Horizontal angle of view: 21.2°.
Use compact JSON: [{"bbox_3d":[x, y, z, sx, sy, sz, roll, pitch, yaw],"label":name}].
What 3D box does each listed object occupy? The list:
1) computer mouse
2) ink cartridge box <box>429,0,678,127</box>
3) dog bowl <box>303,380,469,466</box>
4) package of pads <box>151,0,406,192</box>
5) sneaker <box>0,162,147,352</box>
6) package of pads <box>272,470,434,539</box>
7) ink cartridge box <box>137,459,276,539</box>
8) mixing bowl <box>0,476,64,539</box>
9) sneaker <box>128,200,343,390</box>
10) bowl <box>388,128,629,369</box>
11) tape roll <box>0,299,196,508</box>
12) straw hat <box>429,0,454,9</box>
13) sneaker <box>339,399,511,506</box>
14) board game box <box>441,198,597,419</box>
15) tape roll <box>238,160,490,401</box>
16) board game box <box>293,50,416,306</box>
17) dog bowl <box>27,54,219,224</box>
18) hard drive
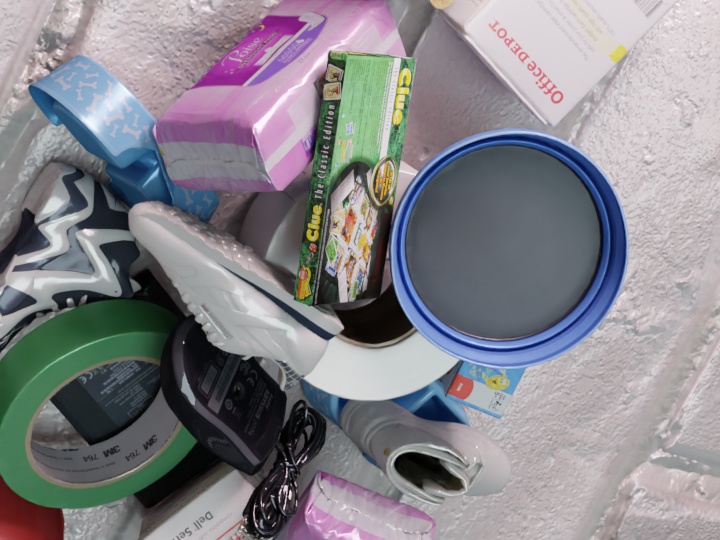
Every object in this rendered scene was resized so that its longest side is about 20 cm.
[{"bbox_3d":[-0.114,0.120,1.618,0.200,0.053,0.139,55,44,-31],"label":"computer mouse"},{"bbox_3d":[0.181,-0.250,1.685,0.200,0.083,0.145,-45,125,3],"label":"ink cartridge box"},{"bbox_3d":[0.031,0.130,1.833,0.111,0.050,0.200,-42,125,1],"label":"dog bowl"},{"bbox_3d":[-0.065,-0.143,1.554,0.200,0.120,0.076,-49,131,-35],"label":"package of pads"},{"bbox_3d":[-0.251,0.019,1.631,0.129,0.079,0.200,27,93,-25],"label":"sneaker"},{"bbox_3d":[-0.026,0.276,1.744,0.120,0.076,0.200,25,132,-6],"label":"package of pads"},{"bbox_3d":[-0.136,0.229,1.724,0.117,0.200,0.067,-38,94,-3],"label":"ink cartridge box"},{"bbox_3d":[-0.347,0.274,1.709,0.200,0.108,0.201,-12,121,-20],"label":"mixing bowl"},{"bbox_3d":[-0.111,0.019,1.545,0.200,0.076,0.081,36,103,-14],"label":"sneaker"},{"bbox_3d":[0.121,-0.019,1.589,0.200,0.039,0.201,-1,102,-5],"label":"bowl"},{"bbox_3d":[-0.225,0.117,1.651,0.200,0.048,0.201,-19,135,-20],"label":"tape roll"},{"bbox_3d":[0.036,-0.318,1.577,0.085,0.201,0.202,8,121,17],"label":"straw hat"},{"bbox_3d":[0.080,0.187,1.778,0.200,0.116,0.074,23,103,-34],"label":"sneaker"},{"bbox_3d":[0.135,0.005,1.729,0.056,0.200,0.196,22,107,-8],"label":"board game box"},{"bbox_3d":[0.000,0.000,1.669,0.202,0.139,0.203,-2,101,-11],"label":"tape roll"},{"bbox_3d":[-0.004,-0.074,1.537,0.105,0.023,0.201,-3,105,-55],"label":"board game box"},{"bbox_3d":[-0.190,-0.099,1.584,0.050,0.111,0.200,-47,126,-12],"label":"dog bowl"},{"bbox_3d":[-0.193,0.111,1.738,0.139,0.033,0.200,-37,125,-3],"label":"hard drive"}]
